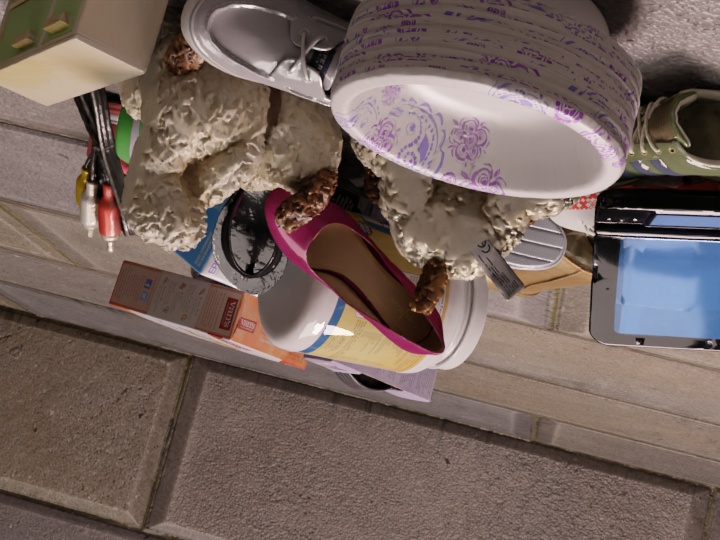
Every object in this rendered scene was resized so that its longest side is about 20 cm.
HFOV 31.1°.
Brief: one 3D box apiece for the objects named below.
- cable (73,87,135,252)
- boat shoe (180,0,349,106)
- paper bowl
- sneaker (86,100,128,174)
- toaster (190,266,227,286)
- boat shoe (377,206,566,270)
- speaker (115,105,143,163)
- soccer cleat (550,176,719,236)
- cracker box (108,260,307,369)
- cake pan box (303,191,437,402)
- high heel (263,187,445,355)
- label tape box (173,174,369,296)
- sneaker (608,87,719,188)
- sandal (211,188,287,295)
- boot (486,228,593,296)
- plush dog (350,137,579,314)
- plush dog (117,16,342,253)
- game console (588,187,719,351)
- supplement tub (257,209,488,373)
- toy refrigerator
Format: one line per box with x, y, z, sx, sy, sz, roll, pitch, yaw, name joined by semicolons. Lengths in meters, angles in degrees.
-0.254;-0.104;1.246;0.097;0.050;0.201;46;152;37;cable
-0.031;-0.152;0.935;0.199;0.073;0.068;22;-173;-28;boat shoe
0.086;-0.130;0.853;0.198;0.105;0.201;15;168;3;paper bowl
-0.231;-0.108;1.385;0.073;0.088;0.200;9;167;30;sneaker
-0.107;-0.033;1.470;0.199;0.131;0.113;2;163;46;toaster
0.109;-0.057;1.278;0.198;0.073;0.062;22;-174;6;boat shoe
-0.123;-0.116;1.209;0.198;0.089;0.089;15;168;4;speaker
0.240;-0.036;1.130;0.199;0.086;0.068;2;163;46;soccer cleat
-0.163;0.049;1.436;0.199;0.058;0.134;12;170;39;cracker box
0.031;0.036;1.438;0.052;0.202;0.183;4;166;43;cake pan box
0.000;0.000;1.132;0.199;0.068;0.096;37;180;-29;high heel
-0.110;-0.056;1.314;0.199;0.144;0.066;22;-166;-33;label tape box
0.215;-0.101;0.923;0.198;0.068;0.090;5;166;16;sneaker
-0.097;-0.041;1.178;0.075;0.048;0.201;18;137;-1;sandal
0.169;-0.017;1.370;0.173;0.067;0.200;6;172;-20;boot
0.082;-0.053;1.131;0.198;0.162;0.172;14;-169;4;plush dog
-0.093;-0.121;1.041;0.170;0.202;0.161;12;140;-27;plush dog
0.279;0.005;0.997;0.198;0.118;0.176;2;177;9;game console
0.013;0.022;1.285;0.198;0.146;0.144;13;171;-30;supplement tub
-0.235;-0.192;1.042;0.070;0.077;0.199;23;166;-33;toy refrigerator
